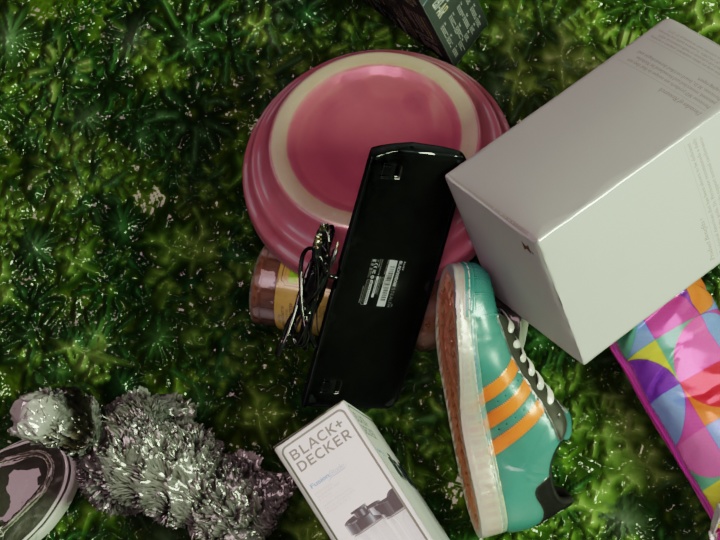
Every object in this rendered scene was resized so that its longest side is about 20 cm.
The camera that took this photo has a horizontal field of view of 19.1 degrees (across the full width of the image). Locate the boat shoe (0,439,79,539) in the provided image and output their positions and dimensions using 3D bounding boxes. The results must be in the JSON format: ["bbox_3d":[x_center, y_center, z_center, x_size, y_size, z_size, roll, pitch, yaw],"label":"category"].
[{"bbox_3d":[-0.291,0.189,1.559,0.200,0.064,0.071,-38,75,2],"label":"boat shoe"}]

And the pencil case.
[{"bbox_3d":[0.242,0.103,1.463,0.088,0.088,0.201,-28,73,5],"label":"pencil case"}]

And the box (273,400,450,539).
[{"bbox_3d":[0.026,0.193,1.471,0.060,0.117,0.201,-35,74,3],"label":"box"}]

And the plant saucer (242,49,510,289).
[{"bbox_3d":[0.012,-0.081,1.526,0.199,0.051,0.202,-3,59,5],"label":"plant saucer"}]

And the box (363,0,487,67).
[{"bbox_3d":[0.005,-0.230,1.509,0.160,0.200,0.044,38,88,15],"label":"box"}]

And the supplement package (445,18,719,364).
[{"bbox_3d":[0.179,-0.056,1.444,0.199,0.117,0.117,-35,40,-13],"label":"supplement package"}]

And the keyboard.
[{"bbox_3d":[0.000,0.000,1.467,0.103,0.040,0.201,5,113,-27],"label":"keyboard"}]

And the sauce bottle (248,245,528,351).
[{"bbox_3d":[0.022,0.023,1.531,0.198,0.065,0.065,8,81,10],"label":"sauce bottle"}]

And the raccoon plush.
[{"bbox_3d":[-0.141,0.150,1.477,0.133,0.199,0.097,26,103,34],"label":"raccoon plush"}]

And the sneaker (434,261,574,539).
[{"bbox_3d":[0.102,0.084,1.479,0.079,0.071,0.202,-12,109,-8],"label":"sneaker"}]
